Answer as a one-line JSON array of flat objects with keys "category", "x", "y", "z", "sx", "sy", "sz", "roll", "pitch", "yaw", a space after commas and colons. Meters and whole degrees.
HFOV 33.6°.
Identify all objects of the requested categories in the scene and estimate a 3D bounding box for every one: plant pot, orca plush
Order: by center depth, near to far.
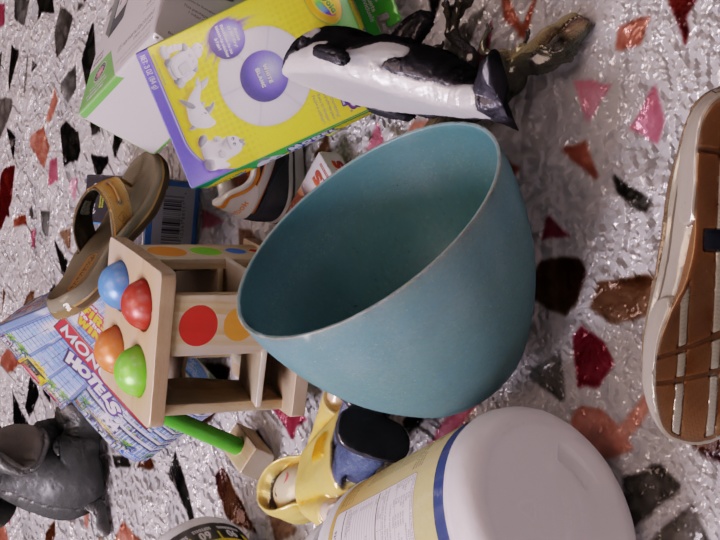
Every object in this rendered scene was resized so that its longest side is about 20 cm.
[{"category": "plant pot", "x": 0.037, "y": 0.018, "z": 0.790, "sx": 0.199, "sy": 0.135, "sz": 0.201, "roll": -29, "pitch": 28, "yaw": 17}, {"category": "orca plush", "x": 0.030, "y": -0.152, "z": 0.811, "sx": 0.200, "sy": 0.105, "sz": 0.072, "roll": 14, "pitch": 80, "yaw": 55}]

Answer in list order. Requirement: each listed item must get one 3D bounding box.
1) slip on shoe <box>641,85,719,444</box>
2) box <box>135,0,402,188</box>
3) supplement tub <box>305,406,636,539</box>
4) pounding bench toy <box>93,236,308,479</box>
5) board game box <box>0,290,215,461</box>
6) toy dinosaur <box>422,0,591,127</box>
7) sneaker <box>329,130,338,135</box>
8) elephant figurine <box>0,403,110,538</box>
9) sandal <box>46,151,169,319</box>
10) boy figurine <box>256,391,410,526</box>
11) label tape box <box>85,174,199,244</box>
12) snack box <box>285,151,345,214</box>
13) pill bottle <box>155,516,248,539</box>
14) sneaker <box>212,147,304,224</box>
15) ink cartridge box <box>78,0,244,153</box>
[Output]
[{"category": "slip on shoe", "x": 0.198, "y": -0.004, "z": 0.674, "sx": 0.061, "sy": 0.075, "sz": 0.202, "roll": -80, "pitch": -9, "yaw": -79}, {"category": "box", "x": -0.059, "y": -0.153, "z": 0.915, "sx": 0.199, "sy": 0.048, "sz": 0.118, "roll": -23, "pitch": 92, "yaw": 11}, {"category": "supplement tub", "x": 0.060, "y": 0.185, "z": 0.764, "sx": 0.200, "sy": 0.144, "sz": 0.145, "roll": -38, "pitch": 60, "yaw": 44}, {"category": "pounding bench toy", "x": -0.139, "y": 0.083, "z": 0.997, "sx": 0.124, "sy": 0.155, "sz": 0.202, "roll": 26, "pitch": 113, "yaw": 56}, {"category": "board game box", "x": -0.224, "y": 0.077, "z": 1.113, "sx": 0.200, "sy": 0.062, "sz": 0.200, "roll": 49, "pitch": 136, "yaw": -4}, {"category": "toy dinosaur", "x": 0.074, "y": -0.136, "z": 0.845, "sx": 0.200, "sy": 0.047, "sz": 0.089, "roll": -41, "pitch": 64, "yaw": 46}, {"category": "sneaker", "x": -0.058, "y": -0.201, "z": 0.970, "sx": 0.084, "sy": 0.074, "sz": 0.201, "roll": 77, "pitch": -178, "yaw": -73}, {"category": "elephant figurine", "x": -0.385, "y": 0.207, "z": 1.275, "sx": 0.155, "sy": 0.199, "sz": 0.143, "roll": 6, "pitch": 93, "yaw": 51}, {"category": "sandal", "x": -0.229, "y": -0.043, "z": 1.057, "sx": 0.080, "sy": 0.054, "sz": 0.201, "roll": -20, "pitch": 34, "yaw": 41}, {"category": "boy figurine", "x": -0.023, "y": 0.140, "z": 0.917, "sx": 0.200, "sy": 0.064, "sz": 0.125, "roll": 131, "pitch": 148, "yaw": -54}, {"category": "label tape box", "x": -0.245, "y": -0.023, "z": 1.222, "sx": 0.199, "sy": 0.063, "sz": 0.145, "roll": 7, "pitch": 93, "yaw": 51}, {"category": "snack box", "x": 0.000, "y": 0.000, "z": 0.943, "sx": 0.072, "sy": 0.024, "sz": 0.201, "roll": -57, "pitch": 48, "yaw": 35}, {"category": "pill bottle", "x": -0.100, "y": 0.306, "z": 0.983, "sx": 0.200, "sy": 0.114, "sz": 0.115, "roll": 39, "pitch": 118, "yaw": 44}, {"category": "sneaker", "x": -0.095, "y": -0.142, "z": 1.031, "sx": 0.078, "sy": 0.079, "sz": 0.202, "roll": -18, "pitch": 72, "yaw": 50}, {"category": "ink cartridge box", "x": -0.164, "y": -0.229, "z": 1.063, "sx": 0.145, "sy": 0.084, "sz": 0.201, "roll": -32, "pitch": 42, "yaw": 45}]
